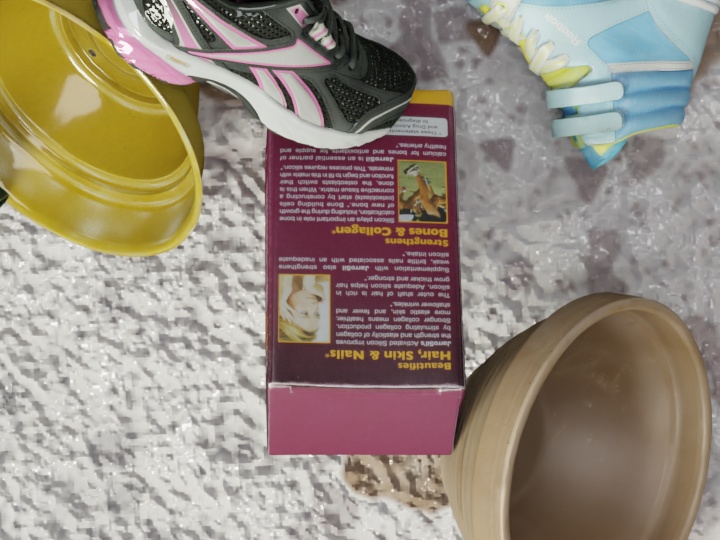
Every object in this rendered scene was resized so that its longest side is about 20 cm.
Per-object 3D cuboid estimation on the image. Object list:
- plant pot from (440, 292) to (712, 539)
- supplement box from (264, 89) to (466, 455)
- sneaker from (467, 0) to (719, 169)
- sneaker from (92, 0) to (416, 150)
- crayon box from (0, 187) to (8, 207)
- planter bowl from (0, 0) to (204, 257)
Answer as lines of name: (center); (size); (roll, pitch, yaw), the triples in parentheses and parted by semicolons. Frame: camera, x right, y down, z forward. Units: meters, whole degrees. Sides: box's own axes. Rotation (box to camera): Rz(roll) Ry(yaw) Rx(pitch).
plant pot: (0.113, 0.107, 1.722); (0.201, 0.093, 0.202); (-14, 110, -45)
supplement box: (0.000, 0.000, 1.686); (0.110, 0.086, 0.201); (1, 60, -3)
sneaker: (0.109, -0.131, 1.733); (0.199, 0.080, 0.131); (10, 92, -3)
sneaker: (-0.043, -0.132, 1.619); (0.200, 0.081, 0.086); (15, 135, -37)
crayon box: (-0.319, -0.007, 1.727); (0.126, 0.052, 0.200); (41, 95, -4)
planter bowl: (-0.155, -0.109, 1.696); (0.200, 0.200, 0.084); (41, 55, -5)
